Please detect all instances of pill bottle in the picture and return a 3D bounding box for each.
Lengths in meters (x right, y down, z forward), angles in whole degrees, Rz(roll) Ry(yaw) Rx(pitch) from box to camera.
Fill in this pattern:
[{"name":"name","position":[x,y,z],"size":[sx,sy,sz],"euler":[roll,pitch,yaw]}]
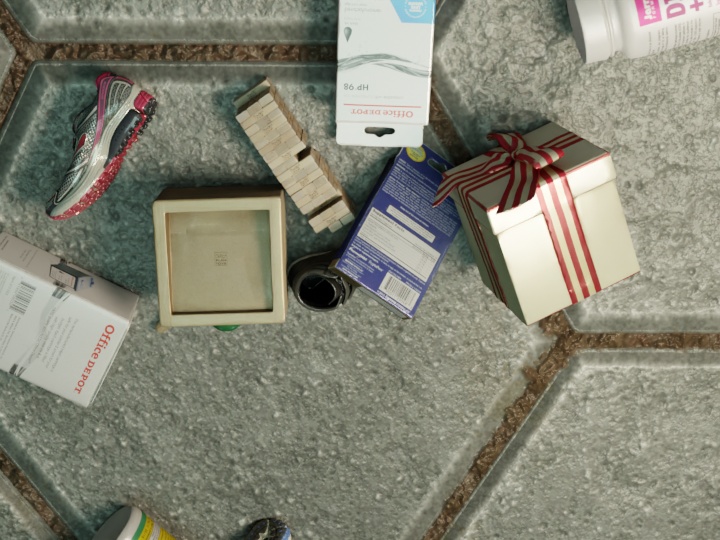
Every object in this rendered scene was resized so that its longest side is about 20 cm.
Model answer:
[{"name":"pill bottle","position":[0.345,-0.312,1.363],"size":[0.198,0.114,0.114],"euler":[-15,113,6]},{"name":"pill bottle","position":[-0.287,0.437,1.678],"size":[0.113,0.113,0.200],"euler":[-41,108,15]}]

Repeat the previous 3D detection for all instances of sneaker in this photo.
[{"name":"sneaker","position":[-0.155,0.454,1.666],"size":[0.200,0.077,0.086],"euler":[-48,131,-27]},{"name":"sneaker","position":[-0.329,-0.149,1.450],"size":[0.074,0.081,0.201],"euler":[35,101,0]},{"name":"sneaker","position":[0.000,0.000,1.501],"size":[0.198,0.099,0.071],"euler":[-19,111,6]}]

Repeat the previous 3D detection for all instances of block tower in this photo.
[{"name":"block tower","position":[-0.082,-0.138,1.464],"size":[0.054,0.058,0.201],"euler":[-31,109,11]}]

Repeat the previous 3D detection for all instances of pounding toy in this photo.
[{"name":"pounding toy","position":[-0.185,-0.003,1.494],"size":[0.182,0.142,0.202],"euler":[-2,103,-1]}]

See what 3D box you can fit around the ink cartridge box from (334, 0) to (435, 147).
[{"name":"ink cartridge box","position":[0.028,-0.239,1.408],"size":[0.115,0.067,0.202],"euler":[1,109,-2]}]

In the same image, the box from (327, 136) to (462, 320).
[{"name":"box","position":[0.058,-0.055,1.478],"size":[0.121,0.032,0.201],"euler":[34,74,-15]}]

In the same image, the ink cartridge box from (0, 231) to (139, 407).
[{"name":"ink cartridge box","position":[-0.410,0.064,1.530],"size":[0.199,0.086,0.147],"euler":[26,111,-13]}]

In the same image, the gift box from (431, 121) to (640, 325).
[{"name":"gift box","position":[0.203,-0.062,1.415],"size":[0.199,0.185,0.188],"euler":[-26,114,-11]}]
